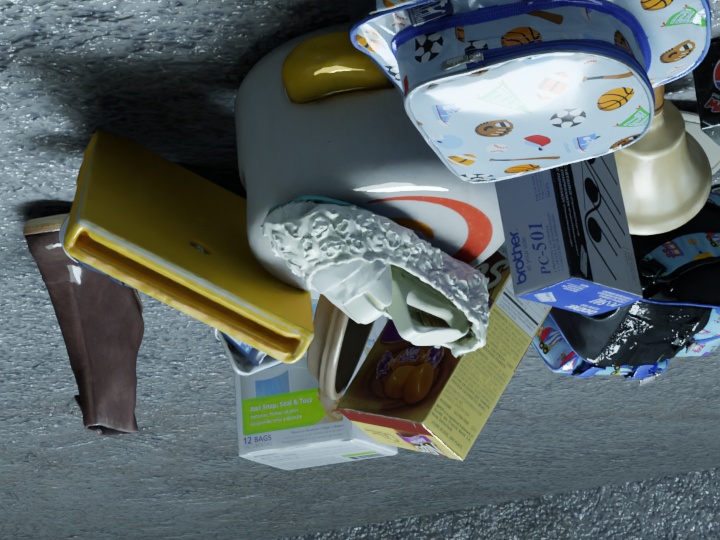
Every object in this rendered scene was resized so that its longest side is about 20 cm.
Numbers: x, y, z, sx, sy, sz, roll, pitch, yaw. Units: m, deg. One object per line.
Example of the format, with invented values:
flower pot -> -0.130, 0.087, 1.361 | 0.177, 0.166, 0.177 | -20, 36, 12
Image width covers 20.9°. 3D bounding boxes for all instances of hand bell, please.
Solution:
hand bell -> 0.200, -0.121, 1.357 | 0.104, 0.104, 0.200 | -6, 148, 2

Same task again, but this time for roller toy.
roller toy -> 0.006, -0.079, 1.306 | 0.200, 0.140, 0.182 | 11, 148, -35

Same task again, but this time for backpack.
backpack -> 0.099, -0.147, 1.091 | 0.190, 0.154, 0.200 | -20, 159, 13
backpack -> 0.233, 0.000, 1.599 | 0.200, 0.183, 0.135 | 1, 132, -35

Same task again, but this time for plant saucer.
plant saucer -> 0.000, 0.000, 1.482 | 0.029, 0.200, 0.200 | 19, 167, 7

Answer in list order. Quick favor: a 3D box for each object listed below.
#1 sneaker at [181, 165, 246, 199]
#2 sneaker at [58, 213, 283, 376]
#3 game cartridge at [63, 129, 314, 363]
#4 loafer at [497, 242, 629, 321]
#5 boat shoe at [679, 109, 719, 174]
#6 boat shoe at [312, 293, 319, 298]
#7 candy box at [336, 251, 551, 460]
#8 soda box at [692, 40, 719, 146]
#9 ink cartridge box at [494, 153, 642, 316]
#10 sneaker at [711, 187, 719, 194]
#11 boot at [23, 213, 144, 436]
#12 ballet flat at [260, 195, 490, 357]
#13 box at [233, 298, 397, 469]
sneaker -> -0.095, -0.040, 1.539 | 0.200, 0.073, 0.082 | -3, 167, -9
sneaker -> -0.121, 0.012, 1.434 | 0.200, 0.109, 0.070 | 15, 124, -32
game cartridge -> -0.117, -0.021, 1.353 | 0.176, 0.032, 0.200 | 28, -164, -13
loafer -> 0.118, -0.034, 1.428 | 0.068, 0.201, 0.070 | -44, -179, 33
boat shoe -> 0.185, -0.096, 1.509 | 0.200, 0.073, 0.063 | -9, -153, -8
boat shoe -> -0.065, -0.006, 1.607 | 0.200, 0.070, 0.072 | 5, -164, 7
candy box -> 0.077, 0.043, 1.512 | 0.056, 0.200, 0.117 | 43, 159, -29
soda box -> 0.304, -0.114, 1.433 | 0.071, 0.063, 0.200 | -12, 163, 23
ink cartridge box -> 0.121, -0.077, 1.232 | 0.044, 0.200, 0.094 | -20, 160, 32
sneaker -> 0.302, -0.034, 1.745 | 0.200, 0.075, 0.085 | 1, 172, 9
boot -> -0.224, 0.047, 1.633 | 0.072, 0.167, 0.200 | -9, 165, 10
ballet flat -> 0.020, 0.009, 1.254 | 0.072, 0.072, 0.200 | -18, 153, 38
box -> -0.043, 0.064, 1.702 | 0.112, 0.200, 0.101 | -10, 164, 21
